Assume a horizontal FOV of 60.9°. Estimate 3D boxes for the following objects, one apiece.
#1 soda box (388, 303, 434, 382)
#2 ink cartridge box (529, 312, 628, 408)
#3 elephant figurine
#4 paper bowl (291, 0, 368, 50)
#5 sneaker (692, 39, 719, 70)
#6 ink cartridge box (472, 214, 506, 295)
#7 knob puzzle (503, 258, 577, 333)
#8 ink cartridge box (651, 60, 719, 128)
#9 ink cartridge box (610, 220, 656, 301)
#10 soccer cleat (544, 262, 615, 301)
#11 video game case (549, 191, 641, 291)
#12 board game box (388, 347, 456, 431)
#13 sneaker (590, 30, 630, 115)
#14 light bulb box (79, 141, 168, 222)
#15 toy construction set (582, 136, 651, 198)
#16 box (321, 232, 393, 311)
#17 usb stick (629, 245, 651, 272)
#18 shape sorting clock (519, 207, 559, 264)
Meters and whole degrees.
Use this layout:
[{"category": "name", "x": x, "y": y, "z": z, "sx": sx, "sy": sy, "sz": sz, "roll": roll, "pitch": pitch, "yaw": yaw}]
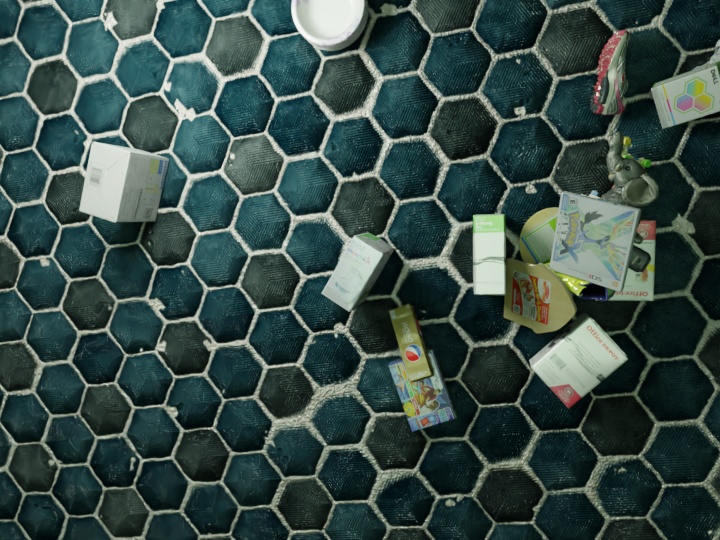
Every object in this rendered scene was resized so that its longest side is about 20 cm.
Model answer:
[{"category": "soda box", "x": 0.139, "y": 0.198, "z": 1.662, "sx": 0.063, "sy": 0.068, "sz": 0.203, "roll": -19, "pitch": 75, "yaw": 12}, {"category": "ink cartridge box", "x": 0.565, "y": 0.232, "z": 1.596, "sx": 0.200, "sy": 0.084, "sz": 0.145, "roll": -44, "pitch": 86, "yaw": 13}, {"category": "elephant figurine", "x": 0.626, "y": -0.192, "z": 1.436, "sx": 0.142, "sy": 0.154, "sz": 0.202, "roll": 49, "pitch": 119, "yaw": 44}, {"category": "paper bowl", "x": -0.076, "y": -0.691, "z": 1.629, "sx": 0.197, "sy": 0.104, "sz": 0.204, "roll": 1, "pitch": 95, "yaw": 11}, {"category": "sneaker", "x": 0.863, "y": -0.516, "z": 1.471, "sx": 0.113, "sy": 0.075, "sz": 0.203, "roll": -6, "pitch": 97, "yaw": 9}, {"category": "ink cartridge box", "x": 0.333, "y": -0.044, "z": 1.586, "sx": 0.083, "sy": 0.145, "sz": 0.203, "roll": 0, "pitch": 95, "yaw": 11}, {"category": "knob puzzle", "x": 0.462, "y": 0.070, "z": 1.564, "sx": 0.218, "sy": 0.030, "sz": 0.222, "roll": 27, "pitch": 129, "yaw": 37}, {"category": "ink cartridge box", "x": 0.807, "y": -0.423, "z": 1.448, "sx": 0.198, "sy": 0.059, "sz": 0.105, "roll": -13, "pitch": 109, "yaw": 39}, {"category": "ink cartridge box", "x": 0.664, "y": -0.026, "z": 1.553, "sx": 0.143, "sy": 0.083, "sz": 0.203, "roll": 0, "pitch": 96, "yaw": 12}, {"category": "soccer cleat", "x": 0.528, "y": 0.028, "z": 1.517, "sx": 0.198, "sy": 0.084, "sz": 0.065, "roll": 14, "pitch": 130, "yaw": 29}, {"category": "video game case", "x": 0.543, "y": -0.069, "z": 1.435, "sx": 0.181, "sy": 0.022, "sz": 0.203, "roll": 22, "pitch": 123, "yaw": 36}, {"category": "board game box", "x": 0.173, "y": 0.334, "z": 1.710, "sx": 0.134, "sy": 0.034, "sz": 0.203, "roll": -19, "pitch": 91, "yaw": 12}, {"category": "sneaker", "x": 0.634, "y": -0.491, "z": 1.525, "sx": 0.073, "sy": 0.081, "sz": 0.203, "roll": 8, "pitch": 105, "yaw": -4}, {"category": "light bulb box", "x": -0.667, "y": -0.247, "z": 1.741, "sx": 0.123, "sy": 0.200, "sz": 0.201, "roll": 17, "pitch": 98, "yaw": 11}, {"category": "toy construction set", "x": 0.645, "y": -0.222, "z": 1.535, "sx": 0.130, "sy": 0.092, "sz": 0.201, "roll": 27, "pitch": 109, "yaw": -17}, {"category": "box", "x": 0.000, "y": 0.000, "z": 1.630, "sx": 0.096, "sy": 0.200, "sz": 0.178, "roll": 31, "pitch": 101, "yaw": 7}, {"category": "usb stick", "x": 0.610, "y": -0.062, "z": 1.493, "sx": 0.198, "sy": 0.033, "sz": 0.056, "roll": 29, "pitch": 97, "yaw": 2}, {"category": "shape sorting clock", "x": 0.507, "y": -0.063, "z": 1.577, "sx": 0.198, "sy": 0.039, "sz": 0.203, "roll": 16, "pitch": 117, "yaw": 34}]
